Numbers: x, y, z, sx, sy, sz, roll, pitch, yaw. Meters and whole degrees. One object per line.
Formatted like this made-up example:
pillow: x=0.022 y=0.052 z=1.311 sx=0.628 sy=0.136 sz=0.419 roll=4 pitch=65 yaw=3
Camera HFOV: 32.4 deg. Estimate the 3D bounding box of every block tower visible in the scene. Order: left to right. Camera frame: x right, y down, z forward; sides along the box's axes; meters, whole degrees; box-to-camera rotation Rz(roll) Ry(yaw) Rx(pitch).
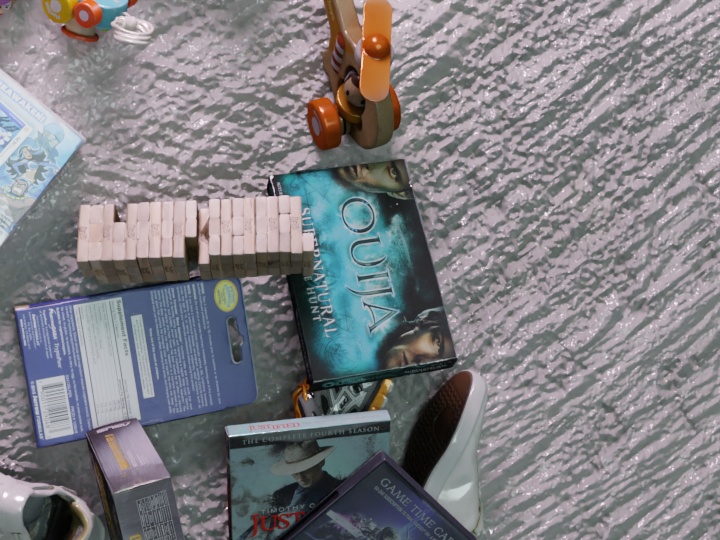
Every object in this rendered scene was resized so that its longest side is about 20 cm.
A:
block tower: x=-0.139 y=-0.026 z=1.064 sx=0.197 sy=0.054 sz=0.059 roll=-1 pitch=68 yaw=-3

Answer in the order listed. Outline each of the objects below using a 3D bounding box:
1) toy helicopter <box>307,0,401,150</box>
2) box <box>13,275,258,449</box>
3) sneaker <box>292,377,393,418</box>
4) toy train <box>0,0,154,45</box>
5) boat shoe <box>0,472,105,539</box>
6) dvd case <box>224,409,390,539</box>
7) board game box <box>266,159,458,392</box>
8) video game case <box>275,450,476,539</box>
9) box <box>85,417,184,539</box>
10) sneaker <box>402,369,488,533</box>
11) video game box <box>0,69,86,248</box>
toy helicopter: x=-0.010 y=-0.207 z=1.096 sx=0.078 sy=0.132 sz=0.203 roll=-16 pitch=95 yaw=-17
box: x=-0.195 y=0.076 z=1.088 sx=0.197 sy=0.032 sz=0.123 roll=-9 pitch=94 yaw=-17
sneaker: x=-0.021 y=0.113 z=1.126 sx=0.076 sy=0.078 sz=0.202 roll=21 pitch=85 yaw=-13
toy train: x=-0.275 y=-0.205 z=1.017 sx=0.197 sy=0.151 sz=0.056 roll=3 pitch=129 yaw=-22
boat shoe: x=-0.246 y=0.209 z=0.992 sx=0.068 sy=0.200 sz=0.072 roll=7 pitch=73 yaw=18
dvd case: x=-0.046 y=0.220 z=1.097 sx=0.144 sy=0.022 sz=0.202 roll=-4 pitch=115 yaw=-12
board game box: x=0.000 y=0.000 z=1.110 sx=0.133 sy=0.028 sz=0.202 roll=-8 pitch=68 yaw=-14
video game case: x=-0.010 y=0.267 z=1.107 sx=0.200 sy=0.019 sz=0.143 roll=-42 pitch=118 yaw=7
box: x=-0.172 y=0.241 z=1.017 sx=0.048 sy=0.158 sz=0.203 roll=-15 pitch=105 yaw=-16
sneaker: x=0.087 y=0.195 z=1.172 sx=0.084 sy=0.073 sz=0.202 roll=21 pitch=92 yaw=-26
video game box: x=-0.361 y=-0.101 z=1.024 sx=0.200 sy=0.047 sz=0.183 roll=40 pitch=80 yaw=-15
